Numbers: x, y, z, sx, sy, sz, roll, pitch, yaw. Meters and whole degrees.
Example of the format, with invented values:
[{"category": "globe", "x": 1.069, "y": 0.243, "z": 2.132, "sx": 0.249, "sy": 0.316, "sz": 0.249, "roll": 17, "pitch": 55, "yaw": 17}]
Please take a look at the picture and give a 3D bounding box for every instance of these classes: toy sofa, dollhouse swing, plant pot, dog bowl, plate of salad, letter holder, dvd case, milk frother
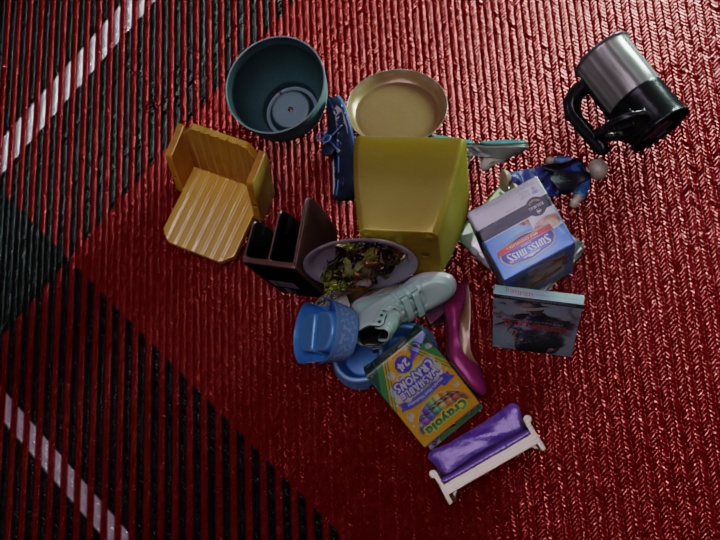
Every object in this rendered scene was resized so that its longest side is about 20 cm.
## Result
[{"category": "toy sofa", "x": 0.212, "y": 0.312, "z": 1.336, "sx": 0.199, "sy": 0.083, "sz": 0.098, "roll": -31, "pitch": 74, "yaw": 3}, {"category": "dollhouse swing", "x": -0.299, "y": -0.147, "z": 1.513, "sx": 0.198, "sy": 0.182, "sz": 0.177, "roll": 21, "pitch": 61, "yaw": 15}, {"category": "plant pot", "x": 0.084, "y": -0.103, "z": 1.375, "sx": 0.198, "sy": 0.201, "sz": 0.178, "roll": 3, "pitch": 58, "yaw": 12}, {"category": "plant pot", "x": 0.071, "y": -0.313, "z": 1.516, "sx": 0.198, "sy": 0.028, "sz": 0.202, "roll": -2, "pitch": 58, "yaw": 4}, {"category": "dog bowl", "x": 0.041, "y": 0.153, "z": 1.418, "sx": 0.198, "sy": 0.050, "sz": 0.113, "roll": -8, "pitch": 75, "yaw": 9}, {"category": "plate of salad", "x": 0.000, "y": 0.000, "z": 1.327, "sx": 0.198, "sy": 0.200, "sz": 0.049, "roll": -5, "pitch": 64, "yaw": 10}, {"category": "letter holder", "x": -0.121, "y": -0.047, "z": 1.426, "sx": 0.100, "sy": 0.200, "sz": 0.144, "roll": 7, "pitch": 76, "yaw": 16}, {"category": "plant pot", "x": -0.151, "y": -0.341, "z": 1.538, "sx": 0.198, "sy": 0.134, "sz": 0.203, "roll": -2, "pitch": 77, "yaw": 11}, {"category": "dvd case", "x": 0.295, "y": 0.088, "z": 1.313, "sx": 0.144, "sy": 0.201, "sz": 0.022, "roll": 7, "pitch": 60, "yaw": 12}, {"category": "milk frother", "x": 0.456, "y": -0.316, "z": 1.376, "sx": 0.180, "sy": 0.200, "sz": 0.189, "roll": -34, "pitch": 72, "yaw": 6}, {"category": "dog bowl", "x": -0.062, "y": 0.112, "z": 1.376, "sx": 0.049, "sy": 0.200, "sz": 0.113, "roll": 9, "pitch": 80, "yaw": -24}]

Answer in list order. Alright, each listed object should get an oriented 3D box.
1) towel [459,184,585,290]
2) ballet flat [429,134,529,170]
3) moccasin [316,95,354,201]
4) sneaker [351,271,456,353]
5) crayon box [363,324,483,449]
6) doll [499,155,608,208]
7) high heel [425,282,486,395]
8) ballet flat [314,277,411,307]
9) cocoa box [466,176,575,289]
[{"category": "towel", "x": 0.293, "y": -0.053, "z": 1.434, "sx": 0.200, "sy": 0.031, "sz": 0.149, "roll": 43, "pitch": 87, "yaw": 17}, {"category": "ballet flat", "x": 0.220, "y": -0.222, "z": 1.481, "sx": 0.198, "sy": 0.067, "sz": 0.064, "roll": 6, "pitch": 105, "yaw": 14}, {"category": "moccasin", "x": -0.044, "y": -0.232, "z": 1.490, "sx": 0.067, "sy": 0.080, "sz": 0.202, "roll": -12, "pitch": 94, "yaw": -6}, {"category": "sneaker", "x": 0.078, "y": 0.077, "z": 1.346, "sx": 0.199, "sy": 0.119, "sz": 0.074, "roll": -20, "pitch": 118, "yaw": 12}, {"category": "crayon box", "x": 0.115, "y": 0.212, "z": 1.349, "sx": 0.125, "sy": 0.052, "sz": 0.200, "roll": -39, "pitch": 102, "yaw": 1}, {"category": "doll", "x": 0.361, "y": -0.165, "z": 1.417, "sx": 0.198, "sy": 0.049, "sz": 0.137, "roll": -12, "pitch": 48, "yaw": -11}, {"category": "high heel", "x": 0.195, "y": 0.120, "z": 1.390, "sx": 0.096, "sy": 0.067, "sz": 0.201, "roll": -35, "pitch": 69, "yaw": 13}, {"category": "ballet flat", "x": 0.005, "y": 0.050, "z": 1.442, "sx": 0.198, "sy": 0.068, "sz": 0.076, "roll": -25, "pitch": 39, "yaw": 3}, {"category": "cocoa box", "x": 0.277, "y": -0.044, "z": 1.319, "sx": 0.132, "sy": 0.200, "sz": 0.132, "roll": -28, "pitch": 72, "yaw": 6}]
